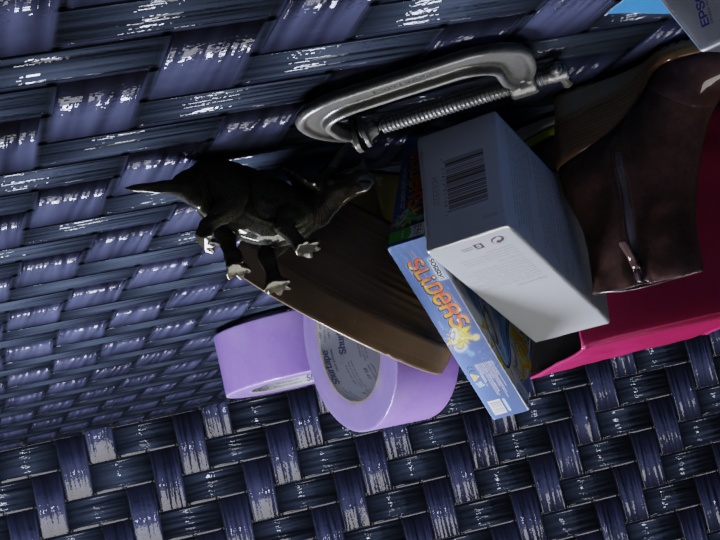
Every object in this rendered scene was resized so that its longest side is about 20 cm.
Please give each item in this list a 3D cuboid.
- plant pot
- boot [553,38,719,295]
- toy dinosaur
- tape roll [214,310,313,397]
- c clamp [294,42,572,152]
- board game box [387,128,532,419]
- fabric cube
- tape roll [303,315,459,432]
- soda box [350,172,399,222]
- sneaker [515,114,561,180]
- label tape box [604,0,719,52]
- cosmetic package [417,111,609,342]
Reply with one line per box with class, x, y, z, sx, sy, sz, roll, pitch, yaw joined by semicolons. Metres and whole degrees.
plant pot;0.000;0.000;1.309;0.200;0.093;0.201;28;-176;-2
boot;0.243;-0.080;1.208;0.199;0.168;0.072;-20;170;37
toy dinosaur;-0.088;-0.046;1.203;0.198;0.103;0.077;4;137;-20
tape roll;-0.095;0.110;2.169;0.198;0.086;0.200;-12;171;-2
c clamp;0.055;-0.120;1.134;0.198;0.027;0.171;-15;172;7
board game box;0.086;0.004;1.288;0.034;0.136;0.201;-17;128;22
fabric cube;0.248;-0.024;1.491;0.198;0.198;0.200;-11;171;-11
tape roll;0.020;0.072;1.749;0.084;0.202;0.200;-7;170;-31
soda box;0.047;-0.048;1.472;0.067;0.065;0.199;-19;171;33
sneaker;0.147;-0.080;1.355;0.199;0.082;0.074;-16;171;19
label tape box;0.275;-0.175;0.994;0.143;0.067;0.199;-6;167;-41
cosmetic package;0.122;-0.029;1.245;0.071;0.102;0.200;-18;149;25
